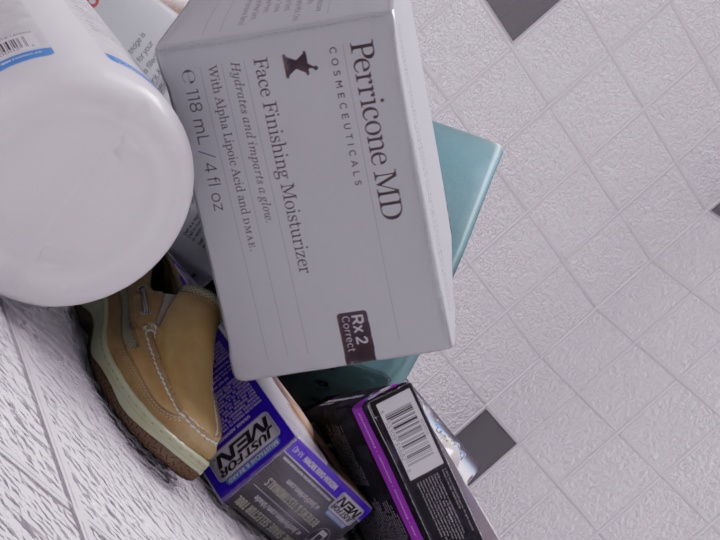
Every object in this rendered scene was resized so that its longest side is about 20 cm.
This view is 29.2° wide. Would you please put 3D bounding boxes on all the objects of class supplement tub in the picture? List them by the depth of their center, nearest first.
[{"bbox_3d":[-0.177,-0.081,0.741,0.132,0.132,0.200,49,0,-37],"label":"supplement tub"}]

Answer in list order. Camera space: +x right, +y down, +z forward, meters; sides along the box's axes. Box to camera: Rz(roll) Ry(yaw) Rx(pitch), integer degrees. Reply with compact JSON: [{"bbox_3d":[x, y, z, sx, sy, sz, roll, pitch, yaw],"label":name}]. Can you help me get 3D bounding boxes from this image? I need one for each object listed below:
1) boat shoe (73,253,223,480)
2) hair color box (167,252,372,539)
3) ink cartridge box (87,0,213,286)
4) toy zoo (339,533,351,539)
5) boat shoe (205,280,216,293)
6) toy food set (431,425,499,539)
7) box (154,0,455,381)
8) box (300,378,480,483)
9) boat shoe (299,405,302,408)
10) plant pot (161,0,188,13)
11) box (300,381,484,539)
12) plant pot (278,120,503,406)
[{"bbox_3d":[-0.111,0.039,0.784,0.072,0.076,0.200,52,-1,-36],"label":"boat shoe"},{"bbox_3d":[-0.083,0.084,0.883,0.200,0.065,0.109,51,0,41],"label":"hair color box"},{"bbox_3d":[-0.153,-0.100,0.967,0.200,0.147,0.083,36,-19,-9],"label":"ink cartridge box"},{"bbox_3d":[-0.036,0.172,1.037,0.131,0.020,0.200,50,0,37],"label":"toy zoo"},{"bbox_3d":[-0.138,-0.003,1.056,0.200,0.073,0.065,55,-17,22],"label":"boat shoe"},{"bbox_3d":[0.057,0.188,1.004,0.144,0.060,0.200,59,-14,15],"label":"toy food set"},{"bbox_3d":[-0.023,-0.072,0.822,0.200,0.130,0.200,-84,164,-67],"label":"box"},{"bbox_3d":[0.010,0.120,1.172,0.200,0.035,0.110,50,29,5],"label":"box"},{"bbox_3d":[-0.072,0.096,1.214,0.200,0.069,0.084,50,0,11],"label":"boat shoe"},{"bbox_3d":[-0.207,-0.214,1.123,0.198,0.201,0.200,9,31,-47],"label":"plant pot"},{"bbox_3d":[0.019,0.146,0.881,0.144,0.036,0.200,65,-19,0],"label":"box"},{"bbox_3d":[0.000,0.000,1.020,0.141,0.201,0.142,20,-32,2],"label":"plant pot"}]
